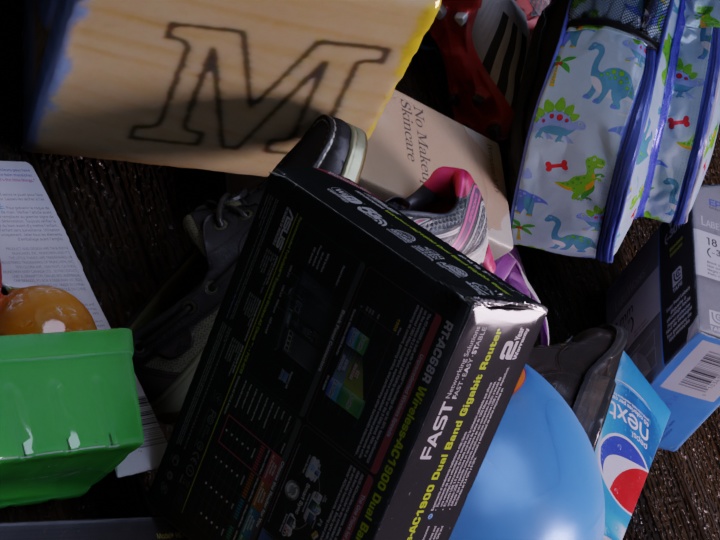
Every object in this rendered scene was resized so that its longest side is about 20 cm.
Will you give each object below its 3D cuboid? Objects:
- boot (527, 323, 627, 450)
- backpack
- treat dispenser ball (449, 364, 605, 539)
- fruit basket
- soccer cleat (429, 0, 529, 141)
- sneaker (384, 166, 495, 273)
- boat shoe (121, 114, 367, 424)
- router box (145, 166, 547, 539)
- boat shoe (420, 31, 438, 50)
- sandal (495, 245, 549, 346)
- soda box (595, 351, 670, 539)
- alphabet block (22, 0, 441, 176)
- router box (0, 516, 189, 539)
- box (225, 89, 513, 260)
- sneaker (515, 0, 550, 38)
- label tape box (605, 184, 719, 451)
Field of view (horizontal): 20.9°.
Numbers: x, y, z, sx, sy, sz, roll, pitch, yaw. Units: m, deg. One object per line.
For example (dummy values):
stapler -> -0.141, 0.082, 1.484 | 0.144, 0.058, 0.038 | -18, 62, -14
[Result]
boot -> 0.080, 0.057, 1.272 | 0.173, 0.070, 0.200 | 18, 16, 6
backpack -> 0.181, -0.110, 1.384 | 0.146, 0.184, 0.201 | 16, 56, 9
treat dispenser ball -> 0.038, 0.137, 1.100 | 0.200, 0.200, 0.202 | 29, 46, -35
fruit basket -> -0.204, 0.028, 1.000 | 0.185, 0.094, 0.201 | -3, 53, -52
soccer cleat -> 0.087, -0.190, 1.445 | 0.085, 0.068, 0.201 | -49, 134, -39
sneaker -> 0.000, 0.000, 1.211 | 0.199, 0.080, 0.075 | -32, 126, -37
boat shoe -> -0.073, -0.009, 1.098 | 0.066, 0.202, 0.072 | 35, 1, -21
router box -> -0.011, 0.069, 0.971 | 0.062, 0.201, 0.150 | 4, 24, -47
boat shoe -> 0.021, -0.260, 1.459 | 0.201, 0.068, 0.084 | 56, 36, -12
sandal -> 0.106, 0.036, 1.379 | 0.082, 0.050, 0.204 | 27, 47, -38
soda box -> 0.150, 0.144, 1.344 | 0.064, 0.068, 0.200 | 50, 37, -13
alphabet block -> -0.082, -0.186, 1.125 | 0.198, 0.197, 0.197 | 6, 60, -18
router box -> -0.146, 0.201, 0.958 | 0.199, 0.051, 0.150 | 6, 60, -49
box -> 0.006, -0.066, 1.304 | 0.199, 0.077, 0.096 | 21, 51, -41
sneaker -> 0.128, -0.208, 1.555 | 0.201, 0.071, 0.098 | 60, 36, -5
label tape box -> 0.243, 0.012, 1.476 | 0.063, 0.144, 0.201 | 16, 50, -14
